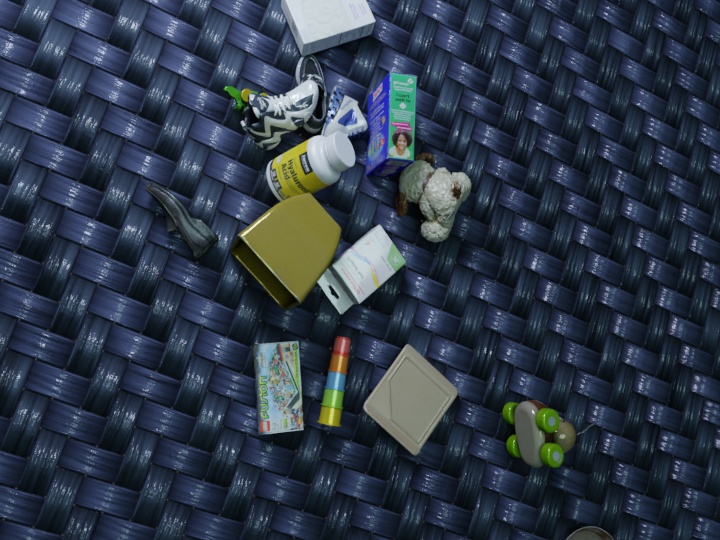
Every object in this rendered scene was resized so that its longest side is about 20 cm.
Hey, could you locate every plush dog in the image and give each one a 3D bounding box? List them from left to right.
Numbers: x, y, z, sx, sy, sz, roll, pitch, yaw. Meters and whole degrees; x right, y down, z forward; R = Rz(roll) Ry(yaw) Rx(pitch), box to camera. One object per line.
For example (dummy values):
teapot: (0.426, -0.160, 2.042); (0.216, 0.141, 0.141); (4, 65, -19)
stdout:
plush dog: (0.171, -0.200, 1.525); (0.168, 0.161, 0.204); (26, 77, 15)

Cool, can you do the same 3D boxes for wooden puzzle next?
wooden puzzle: (0.124, 0.318, 1.520); (0.184, 0.037, 0.202); (41, 73, -9)

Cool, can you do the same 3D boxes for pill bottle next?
pill bottle: (-0.111, -0.238, 1.402); (0.111, 0.196, 0.114); (35, 45, -44)

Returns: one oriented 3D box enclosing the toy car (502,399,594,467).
toy car: (0.488, 0.398, 1.553); (0.194, 0.163, 0.164); (-6, 87, -25)

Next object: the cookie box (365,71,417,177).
cookie box: (0.072, -0.346, 1.483); (0.073, 0.171, 0.208); (3, 85, -17)

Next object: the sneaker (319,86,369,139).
sneaker: (-0.039, -0.338, 1.498); (0.112, 0.080, 0.206); (16, 80, -11)

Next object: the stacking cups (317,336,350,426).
stacking cups: (-0.055, 0.262, 1.458); (0.059, 0.060, 0.207); (13, 83, -13)

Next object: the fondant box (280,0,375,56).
fondant box: (-0.080, -0.631, 1.509); (0.195, 0.058, 0.148); (-23, 82, -17)

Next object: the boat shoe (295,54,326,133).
boat shoe: (-0.114, -0.438, 1.478); (0.069, 0.068, 0.207); (4, 72, -21)

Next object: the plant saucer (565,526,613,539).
plant saucer: (0.591, 0.773, 1.611); (0.193, 0.034, 0.208); (1, 85, -14)

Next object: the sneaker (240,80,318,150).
sneaker: (-0.192, -0.373, 1.397); (0.197, 0.129, 0.081); (-34, 67, 17)

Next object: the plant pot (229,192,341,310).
plant pot: (-0.153, -0.057, 1.395); (0.196, 0.194, 0.200); (47, 71, -7)

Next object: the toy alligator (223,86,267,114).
toy alligator: (-0.232, -0.389, 1.461); (0.194, 0.059, 0.056); (7, 94, -27)

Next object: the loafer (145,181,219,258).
loafer: (-0.413, -0.115, 1.386); (0.200, 0.073, 0.073); (44, 81, -7)

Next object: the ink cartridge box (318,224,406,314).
ink cartridge box: (0.000, 0.000, 1.489); (0.199, 0.067, 0.118); (-41, 97, -14)

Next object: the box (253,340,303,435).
box: (-0.192, 0.272, 1.434); (0.106, 0.035, 0.207); (-3, 87, -15)
